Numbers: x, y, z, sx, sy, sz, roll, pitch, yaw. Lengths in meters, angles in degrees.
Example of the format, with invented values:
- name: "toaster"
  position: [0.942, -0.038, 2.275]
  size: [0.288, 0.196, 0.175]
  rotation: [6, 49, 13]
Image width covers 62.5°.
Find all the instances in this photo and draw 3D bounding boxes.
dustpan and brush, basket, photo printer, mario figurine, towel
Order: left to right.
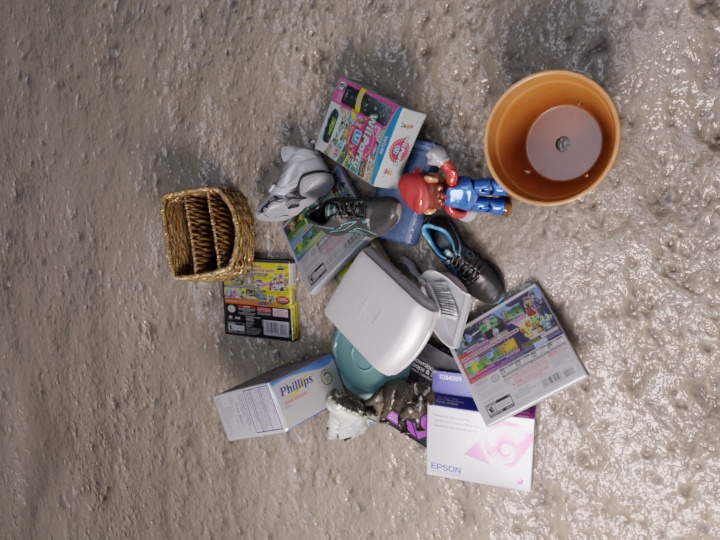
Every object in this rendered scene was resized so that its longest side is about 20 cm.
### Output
- name: "basket"
  position: [-0.326, -0.081, 1.291]
  size: [0.142, 0.149, 0.201]
  rotation: [-15, 79, 29]
- name: "photo printer"
  position: [0.041, 0.080, 1.092]
  size: [0.200, 0.069, 0.167]
  rotation: [45, 113, 29]
- name: "towel"
  position: [0.085, -0.153, 1.130]
  size: [0.111, 0.048, 0.201]
  rotation: [21, 106, 25]
- name: "dustpan and brush"
  position: [0.131, 0.035, 1.107]
  size: [0.200, 0.057, 0.140]
  rotation: [-112, 21, -46]
- name: "mario figurine"
  position: [0.167, -0.151, 1.050]
  size: [0.199, 0.106, 0.124]
  rotation: [5, 93, 6]

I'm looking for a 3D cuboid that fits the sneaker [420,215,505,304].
- name: "sneaker"
  position: [0.180, -0.014, 1.079]
  size: [0.200, 0.082, 0.073]
  rotation: [48, 114, 13]

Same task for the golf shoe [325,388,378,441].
- name: "golf shoe"
  position: [-0.032, 0.298, 1.169]
  size: [0.097, 0.200, 0.078]
  rotation: [-47, 58, -4]

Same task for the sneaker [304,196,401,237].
- name: "sneaker"
  position: [-0.016, -0.100, 1.097]
  size: [0.199, 0.079, 0.076]
  rotation: [-7, 76, 38]

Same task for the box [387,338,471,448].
- name: "box"
  position: [0.142, 0.245, 1.164]
  size: [0.143, 0.036, 0.201]
  rotation: [27, 107, 22]

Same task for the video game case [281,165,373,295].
- name: "video game case"
  position: [-0.068, -0.081, 1.206]
  size: [0.200, 0.022, 0.183]
  rotation: [-44, 56, 27]

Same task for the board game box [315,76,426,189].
- name: "board game box"
  position: [0.013, -0.259, 1.108]
  size: [0.200, 0.064, 0.148]
  rotation: [39, 116, 41]

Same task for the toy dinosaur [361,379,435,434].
- name: "toy dinosaur"
  position: [0.079, 0.248, 1.124]
  size: [0.200, 0.077, 0.103]
  rotation: [4, 88, 59]

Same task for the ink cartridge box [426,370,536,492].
- name: "ink cartridge box"
  position: [0.221, 0.295, 1.096]
  size: [0.196, 0.043, 0.201]
  rotation: [3, 103, 20]

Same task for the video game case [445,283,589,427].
- name: "video game case"
  position: [0.269, 0.150, 1.050]
  size: [0.200, 0.023, 0.183]
  rotation: [-35, 62, 24]

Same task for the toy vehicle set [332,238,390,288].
- name: "toy vehicle set"
  position: [0.000, 0.000, 1.187]
  size: [0.124, 0.026, 0.200]
  rotation: [-41, 65, 27]

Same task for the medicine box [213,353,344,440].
- name: "medicine box"
  position: [-0.167, 0.262, 1.233]
  size: [0.200, 0.182, 0.103]
  rotation: [-20, 89, 41]

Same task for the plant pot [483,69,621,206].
- name: "plant pot"
  position: [0.312, -0.206, 0.946]
  size: [0.199, 0.140, 0.201]
  rotation: [5, 100, 27]

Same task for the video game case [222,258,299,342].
- name: "video game case"
  position: [-0.230, 0.063, 1.347]
  size: [0.199, 0.025, 0.182]
  rotation: [3, 99, 29]

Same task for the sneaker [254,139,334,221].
- name: "sneaker"
  position: [-0.145, -0.184, 1.229]
  size: [0.200, 0.075, 0.115]
  rotation: [-27, 67, 29]

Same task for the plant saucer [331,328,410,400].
- name: "plant saucer"
  position: [0.013, 0.171, 1.209]
  size: [0.200, 0.027, 0.201]
  rotation: [1, 92, 38]
